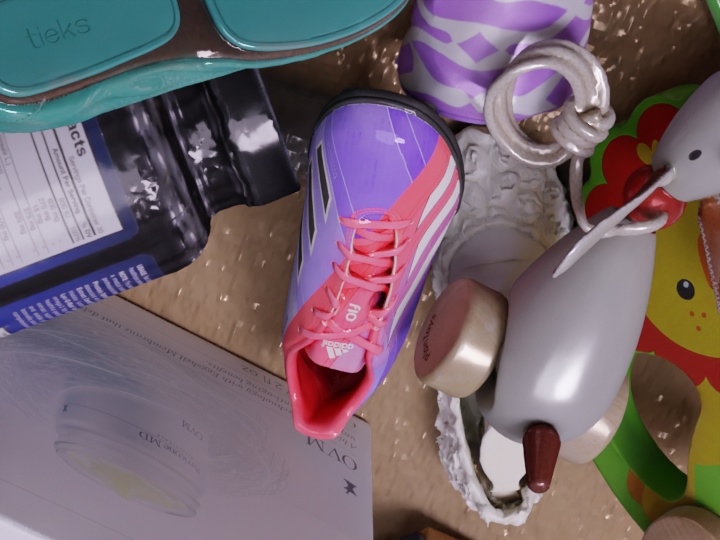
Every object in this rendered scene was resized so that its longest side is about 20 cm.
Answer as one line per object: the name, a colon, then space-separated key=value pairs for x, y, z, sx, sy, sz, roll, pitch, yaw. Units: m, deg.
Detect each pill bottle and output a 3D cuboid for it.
pill bottle: x=-0.131 y=-0.038 z=0.876 sx=0.198 sy=0.112 sz=0.113 roll=-21 pitch=120 yaw=-2

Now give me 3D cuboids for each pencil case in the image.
pencil case: x=0.058 y=-0.158 z=0.835 sx=0.083 sy=0.085 sz=0.202 roll=-18 pitch=129 yaw=-35

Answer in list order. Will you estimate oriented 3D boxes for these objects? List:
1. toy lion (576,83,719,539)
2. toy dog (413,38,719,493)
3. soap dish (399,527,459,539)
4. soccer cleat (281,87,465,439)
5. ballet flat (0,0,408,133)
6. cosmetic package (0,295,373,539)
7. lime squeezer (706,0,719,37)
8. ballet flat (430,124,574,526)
toy lion: x=0.158 y=0.023 z=0.908 sx=0.192 sy=0.068 sz=0.200 roll=54 pitch=134 yaw=13
toy dog: x=0.101 y=0.014 z=0.845 sx=0.131 sy=0.097 sz=0.201 roll=7 pitch=127 yaw=-11
soap dish: x=0.001 y=0.224 z=0.991 sx=0.157 sy=0.201 sz=0.081 roll=-31 pitch=113 yaw=18
soccer cleat: x=0.000 y=0.000 z=0.886 sx=0.068 sy=0.074 sz=0.201 roll=15 pitch=147 yaw=1
ballet flat: x=-0.074 y=-0.100 z=0.797 sx=0.199 sy=0.070 sz=0.068 roll=-19 pitch=93 yaw=-28
cosmetic package: x=-0.105 y=0.124 z=0.930 sx=0.198 sy=0.201 sz=0.123 roll=27 pitch=118 yaw=-16
lime squeezer: x=0.163 y=-0.039 z=0.936 sx=0.070 sy=0.038 sz=0.201 roll=25 pitch=124 yaw=23
ballet flat: x=0.068 y=0.033 z=0.955 sx=0.071 sy=0.072 sz=0.202 roll=-3 pitch=120 yaw=2
